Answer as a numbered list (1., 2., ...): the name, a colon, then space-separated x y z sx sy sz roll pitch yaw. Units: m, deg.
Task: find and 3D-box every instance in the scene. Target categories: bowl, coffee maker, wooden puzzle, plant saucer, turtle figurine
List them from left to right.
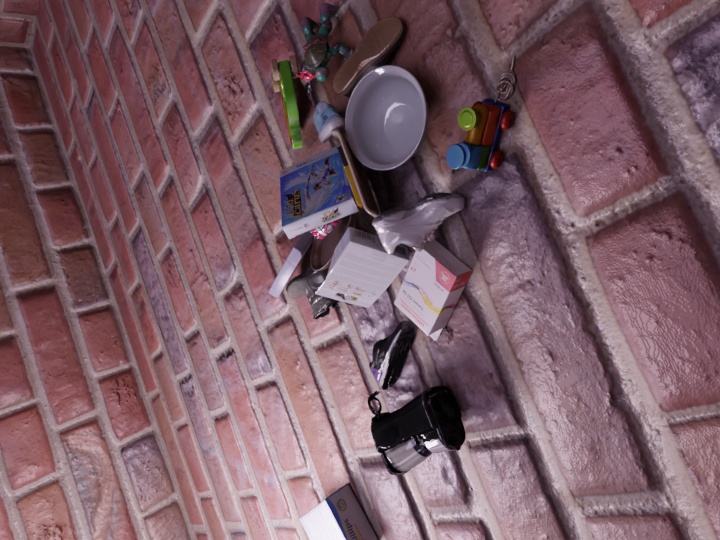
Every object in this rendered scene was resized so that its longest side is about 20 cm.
1. turtle figurine: -0.087 -0.496 1.195 0.145 0.100 0.208 -11 77 17
2. plant saucer: -0.062 -0.090 1.284 0.201 0.031 0.204 -49 28 37
3. wooden puzzle: -0.004 -0.200 1.162 0.036 0.185 0.205 -25 84 9
4. bowl: 0.069 -0.311 1.090 0.195 0.089 0.210 3 96 34
5. coffee maker: 0.119 0.347 1.200 0.194 0.134 0.199 51 126 3

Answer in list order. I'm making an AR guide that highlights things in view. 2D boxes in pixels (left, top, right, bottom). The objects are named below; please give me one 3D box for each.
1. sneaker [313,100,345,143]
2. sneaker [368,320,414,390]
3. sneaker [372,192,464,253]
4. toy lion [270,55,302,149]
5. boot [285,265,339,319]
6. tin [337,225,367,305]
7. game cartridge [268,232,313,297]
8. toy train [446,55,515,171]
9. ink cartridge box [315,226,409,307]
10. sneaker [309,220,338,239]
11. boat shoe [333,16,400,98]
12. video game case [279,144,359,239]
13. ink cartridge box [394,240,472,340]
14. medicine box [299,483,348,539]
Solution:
1. sneaker: -0.080 -0.344 1.193 0.084 0.073 0.200 59 177 -14
2. sneaker: 0.064 0.192 1.274 0.088 0.074 0.205 44 130 35
3. sneaker: 0.126 -0.094 1.074 0.194 0.078 0.102 -19 106 5
4. toy lion: -0.175 -0.406 1.299 0.200 0.066 0.199 -145 44 -80
5. boot: -0.137 0.074 1.432 0.199 0.066 0.135 -35 62 44
6. tin: -0.016 -0.012 1.322 0.111 0.041 0.207 27 120 43
7. game cartridge: -0.190 -0.019 1.438 0.041 0.135 0.201 29 132 -8
8. toy train: 0.218 -0.281 0.938 0.084 0.114 0.206 30 122 35
9. ink cartridge box: 0.000 0.000 1.223 0.201 0.155 0.048 -52 33 41
10. sneaker: -0.078 -0.173 1.273 0.074 0.079 0.206 -29 48 37
11. boat shoe: 0.023 -0.456 1.131 0.199 0.064 0.073 -42 62 25
12. video game case: -0.102 -0.189 1.218 0.176 0.046 0.204 -21 48 12
13. ink cartridge box: 0.149 0.054 1.144 0.116 0.066 0.205 41 128 30
14. medicine box: -0.068 0.776 1.560 0.185 0.101 0.201 56 134 18
